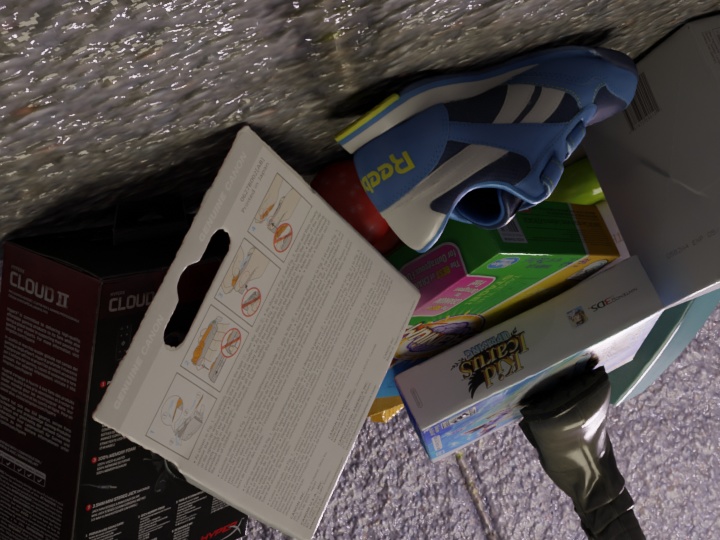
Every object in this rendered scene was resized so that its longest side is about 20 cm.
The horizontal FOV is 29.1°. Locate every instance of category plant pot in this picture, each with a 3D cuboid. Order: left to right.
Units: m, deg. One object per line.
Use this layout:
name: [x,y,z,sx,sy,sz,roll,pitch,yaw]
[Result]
plant pot: [0.264,0.016,1.318,0.141,0.141,0.202,-10,127,-61]

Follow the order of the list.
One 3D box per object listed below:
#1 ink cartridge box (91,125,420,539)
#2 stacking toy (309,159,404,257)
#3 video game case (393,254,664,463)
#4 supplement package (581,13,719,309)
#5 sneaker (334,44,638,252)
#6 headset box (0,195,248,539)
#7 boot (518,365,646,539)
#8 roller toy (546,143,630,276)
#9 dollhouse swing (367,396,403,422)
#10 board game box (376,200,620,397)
ink cartridge box: [-0.057,0.037,0.733,0.050,0.162,0.200,15,164,38]
stacking toy: [0.017,-0.029,0.891,0.085,0.086,0.200,-24,169,18]
video game case: [0.118,0.070,0.989,0.180,0.046,0.200,-28,166,-2]
supplement package: [0.281,-0.088,0.927,0.198,0.152,0.152,-18,171,-25]
sneaker: [0.079,-0.067,0.753,0.198,0.083,0.074,-20,172,-32]
headset box: [-0.121,0.061,0.751,0.077,0.202,0.148,17,-162,32]
boot: [0.172,0.147,0.995,0.067,0.132,0.200,-27,166,-2]
roller toy: [0.214,-0.044,1.103,0.198,0.141,0.182,-19,173,-25]
dollhouse swing: [0.108,0.052,1.352,0.173,0.184,0.200,2,-176,11]
board game box: [0.050,0.023,0.902,0.199,0.041,0.152,-37,158,33]
